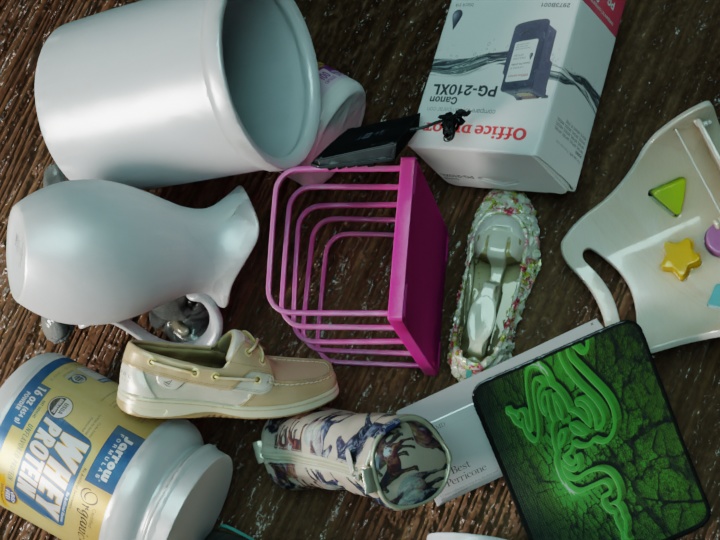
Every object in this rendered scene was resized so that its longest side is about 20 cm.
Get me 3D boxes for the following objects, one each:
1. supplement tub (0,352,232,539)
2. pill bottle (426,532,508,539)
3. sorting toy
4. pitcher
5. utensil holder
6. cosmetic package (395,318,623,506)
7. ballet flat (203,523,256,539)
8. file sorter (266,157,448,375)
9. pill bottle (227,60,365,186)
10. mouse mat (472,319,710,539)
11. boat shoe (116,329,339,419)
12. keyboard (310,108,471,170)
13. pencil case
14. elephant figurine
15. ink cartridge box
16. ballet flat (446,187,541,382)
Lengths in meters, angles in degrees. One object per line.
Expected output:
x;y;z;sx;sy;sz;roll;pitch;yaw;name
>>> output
-0.228;0.176;1.399;0.198;0.145;0.146;25;79;15;supplement tub
0.087;0.328;1.325;0.110;0.111;0.203;4;74;10;pill bottle
0.281;-0.013;1.409;0.178;0.107;0.202;-27;72;8;sorting toy
-0.201;0.006;1.356;0.197;0.173;0.121;-1;30;-24;pitcher
-0.160;-0.157;1.372;0.198;0.170;0.172;-8;71;26;utensil holder
0.139;0.126;1.388;0.198;0.051;0.083;-25;110;1;cosmetic package
-0.060;0.287;1.376;0.198;0.068;0.069;15;54;25;ballet flat
0.000;0.000;1.390;0.124;0.200;0.141;1;74;12;file sorter
-0.103;-0.170;1.499;0.198;0.112;0.113;29;80;15;pill bottle
0.201;0.160;1.364;0.159;0.008;0.202;-23;98;1;mouse mat
-0.112;0.086;1.367;0.197;0.074;0.070;-2;107;-20;boat shoe
0.031;-0.113;1.349;0.125;0.200;0.021;-12;101;11;keyboard
-0.013;0.158;1.356;0.089;0.199;0.079;1;88;-34;pencil case
-0.195;0.002;1.469;0.197;0.157;0.142;-1;39;-2;elephant figurine
0.146;-0.183;1.456;0.143;0.084;0.202;7;73;37;ink cartridge box
0.124;0.010;1.438;0.075;0.064;0.203;7;74;11;ballet flat
